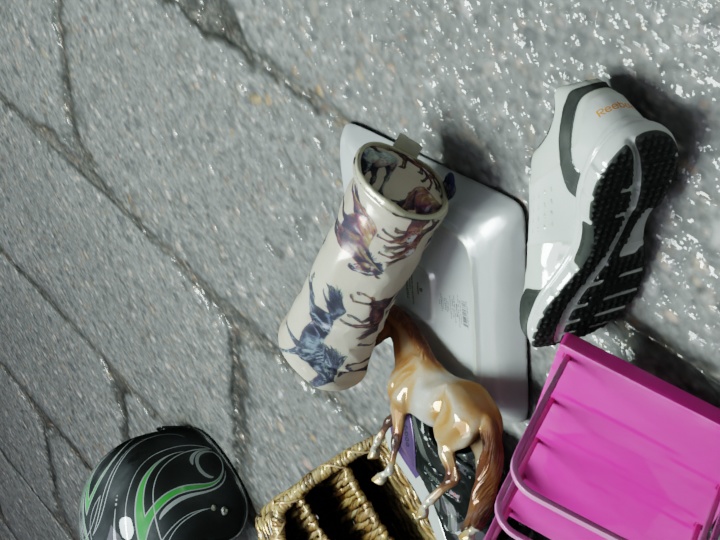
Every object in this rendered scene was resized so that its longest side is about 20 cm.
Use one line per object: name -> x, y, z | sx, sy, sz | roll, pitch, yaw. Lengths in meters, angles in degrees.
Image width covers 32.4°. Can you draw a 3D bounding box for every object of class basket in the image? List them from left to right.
basket -> 0.001, 0.276, 1.156 | 0.202, 0.142, 0.149 | 59, 151, 4

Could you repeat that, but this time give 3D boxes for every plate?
plate -> 0.050, 0.006, 0.971 | 0.199, 0.032, 0.202 | 30, 137, 42

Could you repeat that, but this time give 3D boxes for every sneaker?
sneaker -> 0.092, 0.181, 0.999 | 0.201, 0.075, 0.088 | 53, 152, 15
sneaker -> 0.139, -0.033, 0.781 | 0.080, 0.073, 0.202 | 59, 150, 37

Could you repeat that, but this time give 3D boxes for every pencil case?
pencil case -> 0.000, 0.000, 0.916 | 0.077, 0.090, 0.201 | 30, 129, 6

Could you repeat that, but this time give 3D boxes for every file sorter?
file sorter -> 0.152, 0.175, 0.820 | 0.138, 0.126, 0.202 | 26, 139, 15

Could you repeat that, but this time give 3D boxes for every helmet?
helmet -> -0.251, 0.304, 1.518 | 0.199, 0.189, 0.202 | 37, 142, 36

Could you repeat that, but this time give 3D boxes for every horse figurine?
horse figurine -> 0.056, 0.118, 0.944 | 0.200, 0.049, 0.134 | 35, 112, 52
